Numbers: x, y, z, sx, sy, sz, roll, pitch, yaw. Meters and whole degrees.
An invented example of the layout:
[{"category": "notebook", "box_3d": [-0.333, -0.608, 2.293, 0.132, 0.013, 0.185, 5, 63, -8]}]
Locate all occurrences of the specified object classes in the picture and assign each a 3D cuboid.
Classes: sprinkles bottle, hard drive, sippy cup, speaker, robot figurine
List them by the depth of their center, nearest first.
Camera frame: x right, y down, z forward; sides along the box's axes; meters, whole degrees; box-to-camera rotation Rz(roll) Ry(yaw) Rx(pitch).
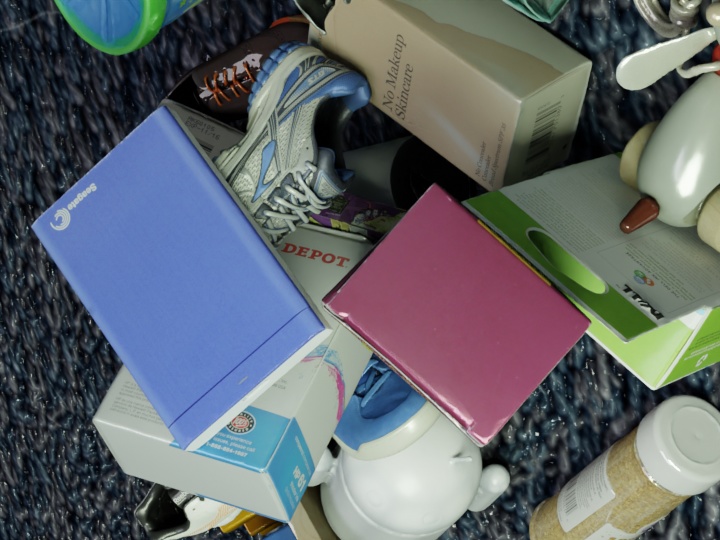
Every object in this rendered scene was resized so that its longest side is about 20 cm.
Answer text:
[{"category": "hard drive", "box_3d": [-0.126, 0.005, 1.432, 0.132, 0.025, 0.200, -41, 71, 13]}, {"category": "sprinkles bottle", "box_3d": [0.197, 0.161, 1.532, 0.068, 0.068, 0.200, 53, 144, 10]}, {"category": "speaker", "box_3d": [-0.005, -0.053, 1.617, 0.200, 0.081, 0.081, -10, 106, 53]}, {"category": "sippy cup", "box_3d": [-0.161, -0.254, 1.624, 0.178, 0.130, 0.140, 24, 132, 39]}, {"category": "robot figurine", "box_3d": [0.032, 0.166, 1.672, 0.200, 0.169, 0.113, 122, 151, -67]}]

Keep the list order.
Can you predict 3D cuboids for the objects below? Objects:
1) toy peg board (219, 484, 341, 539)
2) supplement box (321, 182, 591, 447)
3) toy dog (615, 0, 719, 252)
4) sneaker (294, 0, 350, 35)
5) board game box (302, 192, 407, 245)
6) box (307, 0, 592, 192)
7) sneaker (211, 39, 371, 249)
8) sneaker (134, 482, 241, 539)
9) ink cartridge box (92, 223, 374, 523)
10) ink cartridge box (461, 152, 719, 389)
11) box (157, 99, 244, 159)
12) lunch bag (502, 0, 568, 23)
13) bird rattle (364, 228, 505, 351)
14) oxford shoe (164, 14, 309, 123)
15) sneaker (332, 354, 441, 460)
[{"category": "toy peg board", "box_3d": [-0.092, 0.183, 1.761, 0.199, 0.098, 0.200, 61, -174, 11]}, {"category": "supplement box", "box_3d": [0.059, 0.028, 1.304, 0.131, 0.103, 0.200, 42, 180, 2]}, {"category": "toy dog", "box_3d": [0.206, -0.095, 1.320, 0.132, 0.096, 0.201, 17, 126, 43]}, {"category": "sneaker", "box_3d": [-0.019, -0.233, 1.436, 0.104, 0.200, 0.060, 45, 117, -1]}, {"category": "board game box", "box_3d": [0.000, 0.000, 1.591, 0.120, 0.032, 0.200, 13, 155, 16]}, {"category": "box", "box_3d": [0.059, -0.151, 1.473, 0.200, 0.078, 0.095, 38, 140, 28]}, {"category": "sneaker", "box_3d": [-0.054, -0.065, 1.471, 0.085, 0.200, 0.077, 19, 172, 27]}, {"category": "sneaker", "box_3d": [-0.101, 0.153, 1.596, 0.074, 0.080, 0.200, 52, 130, 12]}, {"category": "ink cartridge box", "box_3d": [-0.079, 0.064, 1.509, 0.144, 0.200, 0.085, 14, 151, 24]}, {"category": "ink cartridge box", "box_3d": [0.155, 0.006, 1.355, 0.148, 0.200, 0.076, 43, 123, 22]}, {"category": "box", "box_3d": [-0.150, -0.045, 1.714, 0.078, 0.095, 0.200, 24, 157, 5]}, {"category": "lunch bag", "box_3d": [0.071, -0.266, 1.350, 0.170, 0.122, 0.200, 38, 155, 23]}, {"category": "bird rattle", "box_3d": [0.093, 0.026, 1.500, 0.163, 0.200, 0.113, -49, 63, 13]}, {"category": "oxford shoe", "box_3d": [-0.087, -0.149, 1.654, 0.200, 0.072, 0.071, -19, 98, 53]}, {"category": "sneaker", "box_3d": [-0.019, 0.073, 1.582, 0.111, 0.077, 0.200, 55, 166, -20]}]
